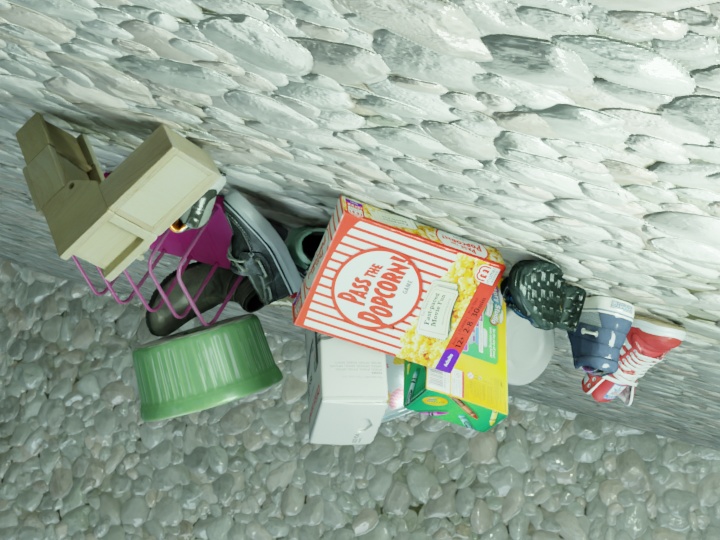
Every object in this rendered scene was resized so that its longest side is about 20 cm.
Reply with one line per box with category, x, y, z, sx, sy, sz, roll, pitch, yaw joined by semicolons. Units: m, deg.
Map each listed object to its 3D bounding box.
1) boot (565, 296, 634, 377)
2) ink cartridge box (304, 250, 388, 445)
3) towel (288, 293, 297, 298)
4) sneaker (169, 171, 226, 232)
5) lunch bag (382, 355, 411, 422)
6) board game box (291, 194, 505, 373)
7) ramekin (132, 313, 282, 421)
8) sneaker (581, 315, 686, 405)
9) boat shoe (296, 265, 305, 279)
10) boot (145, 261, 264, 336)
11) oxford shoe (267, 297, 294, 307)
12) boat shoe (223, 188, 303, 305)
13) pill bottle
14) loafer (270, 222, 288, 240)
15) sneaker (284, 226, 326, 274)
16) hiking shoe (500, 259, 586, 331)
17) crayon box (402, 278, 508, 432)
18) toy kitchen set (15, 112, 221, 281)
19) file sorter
boot;0.284;0.087;1.600;0.072;0.091;0.200;17;172;-6
ink cartridge box;-0.020;0.096;1.528;0.084;0.201;0.146;0;152;-9
towel;-0.112;0.007;1.891;0.199;0.023;0.145;22;-163;-47
sneaker;-0.226;-0.085;1.496;0.073;0.080;0.200;18;174;-24
lunch bag;0.042;0.136;1.886;0.199;0.171;0.127;-21;176;-9
board game box;0.041;0.018;1.411;0.199;0.152;0.046;18;-154;-15
ramekin;-0.212;0.128;1.694;0.198;0.098;0.200;-16;-178;0
sneaker;0.348;0.118;1.607;0.071;0.113;0.200;17;172;-12
boat shoe;-0.052;0.005;1.822;0.200;0.068;0.072;38;-166;36
boot;-0.193;0.030;1.725;0.130;0.200;0.068;22;144;42
oxford shoe;-0.135;0.032;1.969;0.199;0.074;0.071;34;-170;3
boat shoe;-0.132;-0.019;1.575;0.072;0.071;0.200;44;169;42
pill bottle;0.160;0.081;1.710;0.113;0.114;0.199;22;176;-37
loafer;-0.195;-0.049;1.735;0.199;0.064;0.072;12;173;29
sneaker;0.000;0.000;1.620;0.199;0.074;0.118;20;178;-10
hiking shoe;0.196;0.031;1.452;0.086;0.075;0.200;11;171;26
crayon box;0.119;0.087;1.548;0.118;0.201;0.058;19;143;-22
toy kitchen set;-0.248;-0.110;1.397;0.163;0.180;0.201;30;-156;-51
file sorter;-0.270;-0.023;1.663;0.199;0.126;0.139;13;145;27
